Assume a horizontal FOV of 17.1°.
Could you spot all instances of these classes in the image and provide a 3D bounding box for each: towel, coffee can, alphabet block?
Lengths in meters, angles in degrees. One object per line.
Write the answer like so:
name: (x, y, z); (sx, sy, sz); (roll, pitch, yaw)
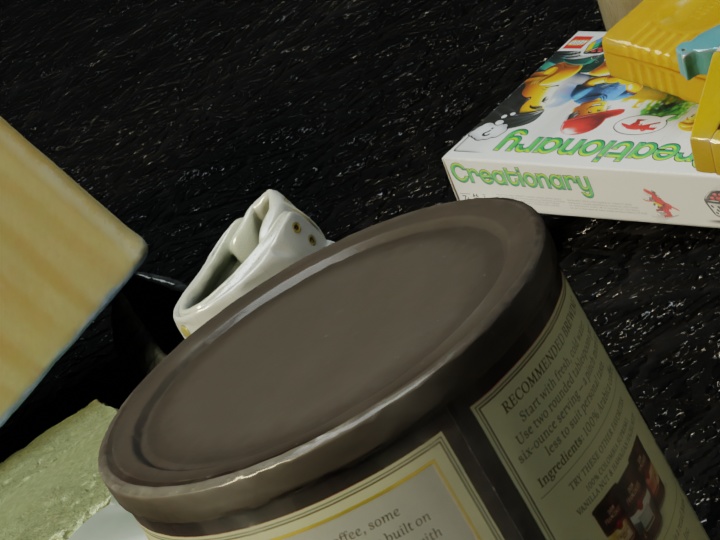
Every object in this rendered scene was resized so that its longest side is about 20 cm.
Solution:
towel: (-0.170, 0.136, 1.204); (0.200, 0.037, 0.148); (-37, 20, -21)
coffee can: (0.034, 0.101, 0.717); (0.146, 0.200, 0.146); (-27, 19, 10)
alphabet block: (-0.261, -0.002, 1.323); (0.196, 0.200, 0.195); (-50, 8, -10)

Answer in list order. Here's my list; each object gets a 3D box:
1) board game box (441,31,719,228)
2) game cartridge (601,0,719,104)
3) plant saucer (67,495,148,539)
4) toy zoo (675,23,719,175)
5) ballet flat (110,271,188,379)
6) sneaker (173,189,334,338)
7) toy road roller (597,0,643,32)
board game box: (0.154, -0.072, 1.190); (0.200, 0.035, 0.126); (6, 40, 44)
game cartridge: (0.244, -0.125, 1.137); (0.200, 0.032, 0.176); (23, 52, 38)
plant saucer: (-0.046, 0.094, 0.994); (0.200, 0.050, 0.200); (-18, 2, 1)
toy zoo: (0.231, -0.083, 1.046); (0.200, 0.020, 0.131); (7, 43, 30)
ballet flat: (-0.088, 0.034, 1.303); (0.066, 0.057, 0.200); (-36, 19, -25)
sneaker: (0.000, 0.000, 1.167); (0.200, 0.116, 0.074); (-39, 18, -31)
toy road roller: (0.217, -0.192, 1.331); (0.146, 0.123, 0.200); (-8, 26, 26)
